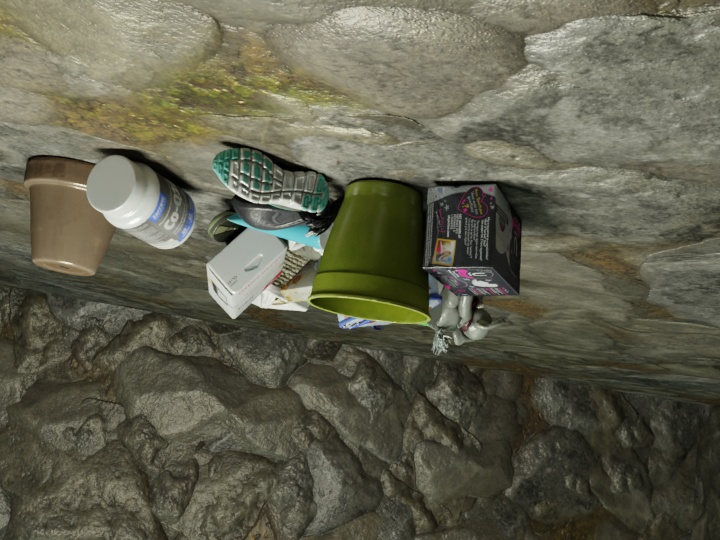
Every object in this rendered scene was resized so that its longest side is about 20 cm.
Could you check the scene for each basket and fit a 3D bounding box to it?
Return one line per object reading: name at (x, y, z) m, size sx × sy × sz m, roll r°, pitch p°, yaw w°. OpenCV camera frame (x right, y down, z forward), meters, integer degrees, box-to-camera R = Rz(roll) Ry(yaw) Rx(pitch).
basket at (-0.203, 0.008, 1.879) m, size 0.133 × 0.126 × 0.200 m, roll 4°, pitch 167°, yaw 25°

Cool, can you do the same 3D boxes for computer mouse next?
computer mouse at (-0.126, -0.091, 1.408) m, size 0.196 × 0.054 × 0.139 m, roll 10°, pitch -155°, yaw 19°

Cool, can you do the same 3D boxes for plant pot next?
plant pot at (0.026, -0.032, 1.333) m, size 0.195 × 0.198 × 0.201 m, roll 8°, pitch 169°, yaw 2°
plant pot at (-0.519, -0.089, 1.521) m, size 0.195 × 0.179 × 0.200 m, roll 8°, pitch 167°, yaw 2°

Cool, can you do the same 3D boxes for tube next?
tube at (-0.137, -0.082, 1.484) m, size 0.197 × 0.052 × 0.077 m, roll 15°, pitch -156°, yaw 30°

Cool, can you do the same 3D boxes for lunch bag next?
lunch bag at (0.046, 0.058, 1.603) m, size 0.158 × 0.077 × 0.199 m, roll -3°, pitch 162°, yaw -43°

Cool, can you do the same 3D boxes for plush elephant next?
plush elephant at (0.222, 0.084, 1.789) m, size 0.152 × 0.205 × 0.164 m, roll 10°, pitch 162°, yaw -29°

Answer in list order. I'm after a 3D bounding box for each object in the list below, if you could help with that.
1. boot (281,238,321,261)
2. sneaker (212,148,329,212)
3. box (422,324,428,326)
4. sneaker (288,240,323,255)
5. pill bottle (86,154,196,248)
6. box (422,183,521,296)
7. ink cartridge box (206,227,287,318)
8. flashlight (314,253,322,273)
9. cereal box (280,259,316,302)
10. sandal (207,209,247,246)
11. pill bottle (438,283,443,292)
boot at (-0.112, -0.060, 1.638) m, size 0.128 × 0.069 × 0.200 m, roll 17°, pitch 167°, yaw -13°
sneaker at (-0.149, -0.131, 1.302) m, size 0.197 × 0.079 × 0.090 m, roll 19°, pitch 169°, yaw -34°
box at (0.173, 0.068, 1.964) m, size 0.172 × 0.099 × 0.200 m, roll 12°, pitch 167°, yaw -7°
sneaker at (-0.044, -0.065, 1.495) m, size 0.196 × 0.091 × 0.075 m, roll 1°, pitch 165°, yaw 33°
pill bottle at (-0.371, -0.116, 1.430) m, size 0.111 × 0.117 × 0.200 m, roll 5°, pitch 168°, yaw 17°
box at (0.182, -0.044, 1.318) m, size 0.112 × 0.135 × 0.200 m, roll 0°, pitch 166°, yaw 21°
ink cartridge box at (-0.225, -0.001, 1.658) m, size 0.086 × 0.147 × 0.200 m, roll 45°, pitch 162°, yaw 7°
flashlight at (0.000, 0.000, 1.594) m, size 0.067 × 0.069 × 0.198 m, roll 9°, pitch -178°, yaw 40°
cereal box at (-0.065, 0.003, 1.727) m, size 0.198 × 0.144 × 0.040 m, roll -7°, pitch 123°, yaw 56°
sandal at (-0.252, -0.088, 1.620) m, size 0.057 × 0.080 × 0.201 m, roll 42°, pitch 178°, yaw 11°
pill bottle at (0.083, 0.024, 1.762) m, size 0.112 × 0.117 × 0.199 m, roll 15°, pitch 167°, yaw -31°
